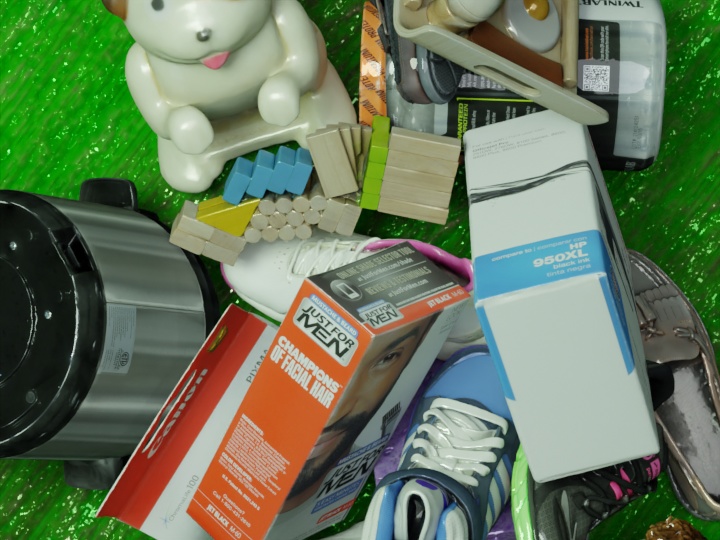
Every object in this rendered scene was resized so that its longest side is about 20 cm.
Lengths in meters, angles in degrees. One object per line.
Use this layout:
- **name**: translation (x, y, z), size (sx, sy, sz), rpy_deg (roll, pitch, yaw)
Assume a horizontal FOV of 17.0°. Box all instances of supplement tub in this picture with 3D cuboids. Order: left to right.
- **supplement tub**: translation (0.100, -0.130, 1.609), size (0.200, 0.123, 0.123), rpy_deg (2, 87, 1)

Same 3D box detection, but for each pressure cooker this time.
- **pressure cooker**: translation (-0.190, 0.042, 1.576), size (0.176, 0.200, 0.179), rpy_deg (-49, 65, 19)

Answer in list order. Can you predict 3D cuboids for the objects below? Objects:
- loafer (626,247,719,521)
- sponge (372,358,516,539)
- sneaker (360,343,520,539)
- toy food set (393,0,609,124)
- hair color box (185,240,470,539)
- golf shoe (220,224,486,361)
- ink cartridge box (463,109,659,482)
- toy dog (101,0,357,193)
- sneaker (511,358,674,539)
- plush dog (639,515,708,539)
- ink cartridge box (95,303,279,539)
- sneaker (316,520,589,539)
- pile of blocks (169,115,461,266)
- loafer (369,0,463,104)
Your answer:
- **loafer**: translation (0.213, 0.074, 1.623), size (0.072, 0.063, 0.200), rpy_deg (-24, 86, -1)
- **sponge**: translation (0.056, 0.091, 1.610), size (0.112, 0.030, 0.200), rpy_deg (-10, 64, -1)
- **sneaker**: translation (0.055, 0.129, 1.490), size (0.081, 0.146, 0.200), rpy_deg (19, 78, 7)
- **toy food set**: translation (0.098, -0.199, 1.503), size (0.143, 0.060, 0.200), rpy_deg (23, 55, -28)
- **hair color box**: translation (-0.021, 0.085, 1.520), size (0.064, 0.111, 0.200), rpy_deg (40, 123, 21)
- **golf shoe**: translation (0.000, 0.000, 1.592), size (0.200, 0.092, 0.075), rpy_deg (11, 68, 13)
- **ink cartridge box**: translation (0.124, 0.010, 1.510), size (0.084, 0.200, 0.145), rpy_deg (-14, 123, 9)
- **toy dog**: translation (-0.091, -0.165, 1.566), size (0.140, 0.200, 0.194), rpy_deg (-7, 73, 8)
- **sneaker**: translation (0.150, 0.123, 1.533), size (0.084, 0.077, 0.200), rpy_deg (4, 50, 25)
- **plush dog**: translation (0.166, 0.238, 1.580), size (0.172, 0.200, 0.160), rpy_deg (-24, 51, -10)
- **ink cartridge box**: translation (-0.090, 0.107, 1.560), size (0.047, 0.200, 0.160), rpy_deg (32, 88, 11)
- **sneaker**: translation (0.050, 0.171, 1.624), size (0.200, 0.075, 0.081), rpy_deg (-11, 73, -2)
- **pile of blocks**: translation (-0.030, -0.064, 1.572), size (0.200, 0.062, 0.082), rpy_deg (-12, 118, 8)
- **loafer**: translation (0.032, -0.189, 1.543), size (0.063, 0.072, 0.200), rpy_deg (-9, 59, 22)
